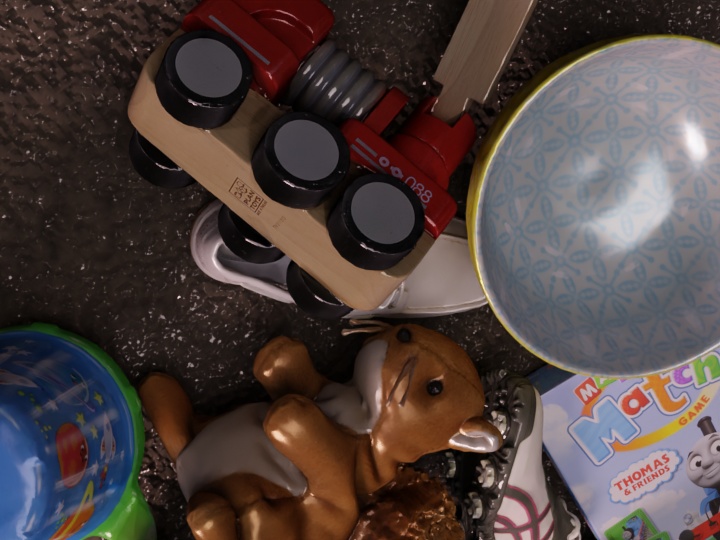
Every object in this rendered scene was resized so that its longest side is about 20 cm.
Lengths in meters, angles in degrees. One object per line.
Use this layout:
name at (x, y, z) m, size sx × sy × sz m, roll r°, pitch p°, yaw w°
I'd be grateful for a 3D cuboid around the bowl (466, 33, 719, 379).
bowl at (0.148, -0.047, 0.795) m, size 0.200 × 0.108 × 0.201 m, roll -3°, pitch 109°, yaw -10°

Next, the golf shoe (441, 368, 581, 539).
golf shoe at (0.099, 0.147, 0.870) m, size 0.088 × 0.077 × 0.200 m, roll -3°, pitch 122°, yaw -17°

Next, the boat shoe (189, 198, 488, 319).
boat shoe at (0.000, 0.000, 0.800) m, size 0.200 × 0.069 × 0.071 m, roll 4°, pitch 104°, yaw -14°

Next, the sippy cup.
sippy cup at (-0.200, 0.103, 0.741) m, size 0.177 × 0.130 × 0.140 m, roll 4°, pitch 94°, yaw 5°

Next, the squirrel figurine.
squirrel figurine at (-0.005, 0.122, 0.815) m, size 0.186 × 0.142 × 0.200 m, roll -28°, pitch 121°, yaw -6°

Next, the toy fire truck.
toy fire truck at (-0.001, -0.105, 0.737) m, size 0.176 × 0.129 × 0.200 m, roll 39°, pitch 58°, yaw 0°

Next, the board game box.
board game box at (0.211, 0.122, 0.903) m, size 0.151 × 0.037 × 0.200 m, roll -32°, pitch 111°, yaw 1°
